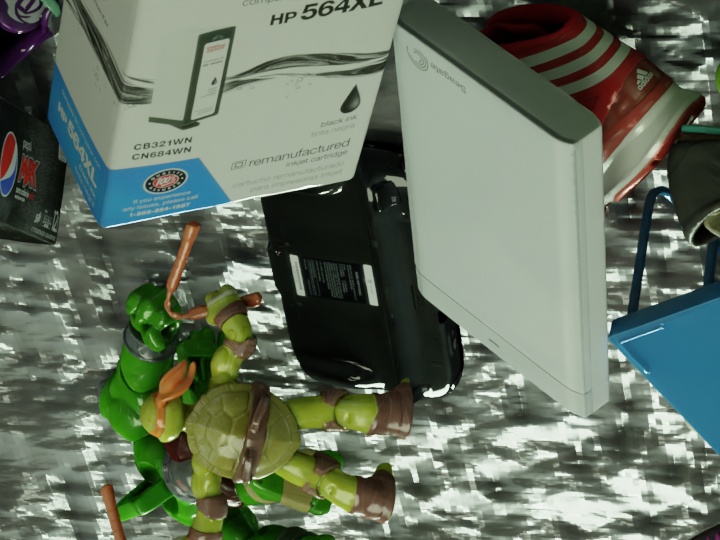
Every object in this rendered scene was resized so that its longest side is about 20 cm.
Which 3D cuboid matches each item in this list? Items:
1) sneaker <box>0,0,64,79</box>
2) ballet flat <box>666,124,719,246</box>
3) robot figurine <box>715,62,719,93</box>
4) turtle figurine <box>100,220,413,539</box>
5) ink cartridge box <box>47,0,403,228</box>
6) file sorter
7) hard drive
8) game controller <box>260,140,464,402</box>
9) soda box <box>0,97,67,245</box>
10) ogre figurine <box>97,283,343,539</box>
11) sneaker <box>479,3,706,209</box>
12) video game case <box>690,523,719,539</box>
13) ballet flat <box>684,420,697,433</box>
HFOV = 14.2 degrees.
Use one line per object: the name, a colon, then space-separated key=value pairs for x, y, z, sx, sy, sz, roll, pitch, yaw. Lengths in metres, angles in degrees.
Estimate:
sneaker: x=-0.137 y=-0.159 z=1.427 sx=0.074 sy=0.088 sz=0.200 roll=33 pitch=136 yaw=-13
ballet flat: x=0.229 y=-0.034 z=1.356 sx=0.068 sy=0.069 sz=0.200 roll=8 pitch=175 yaw=-43
robot figurine: x=0.226 y=-0.148 z=1.322 sx=0.200 sy=0.116 sz=0.175 roll=37 pitch=108 yaw=-25
turtle figurine: x=-0.054 y=0.080 z=1.614 sx=0.161 sy=0.200 sz=0.064 roll=9 pitch=179 yaw=-11
ink cartridge box: x=-0.063 y=-0.126 z=1.408 sx=0.146 sy=0.084 sz=0.200 roll=-12 pitch=145 yaw=-21
file sorter: x=0.253 y=0.003 z=1.481 sx=0.200 sy=0.123 sz=0.139 roll=-22 pitch=128 yaw=33
hard drive: x=0.072 y=-0.030 z=1.465 sx=0.132 sy=0.027 sz=0.200 roll=39 pitch=151 yaw=34
game controller: x=0.000 y=0.000 z=1.620 sx=0.104 sy=0.042 sz=0.200 roll=15 pitch=141 yaw=21
soda box: x=-0.208 y=-0.056 z=1.506 sx=0.071 sy=0.063 sz=0.200 roll=7 pitch=176 yaw=7
ogre figurine: x=-0.091 y=0.107 z=1.704 sx=0.200 sy=0.098 sz=0.120 roll=40 pitch=148 yaw=-15
sneaker: x=0.089 y=-0.074 z=1.500 sx=0.116 sy=0.078 sz=0.200 roll=44 pitch=142 yaw=0
video game case: x=0.298 y=0.120 z=1.539 sx=0.200 sy=0.036 sz=0.181 roll=-12 pitch=169 yaw=-22
ballet flat: x=0.223 y=0.090 z=1.637 sx=0.067 sy=0.068 sz=0.200 roll=6 pitch=145 yaw=52
